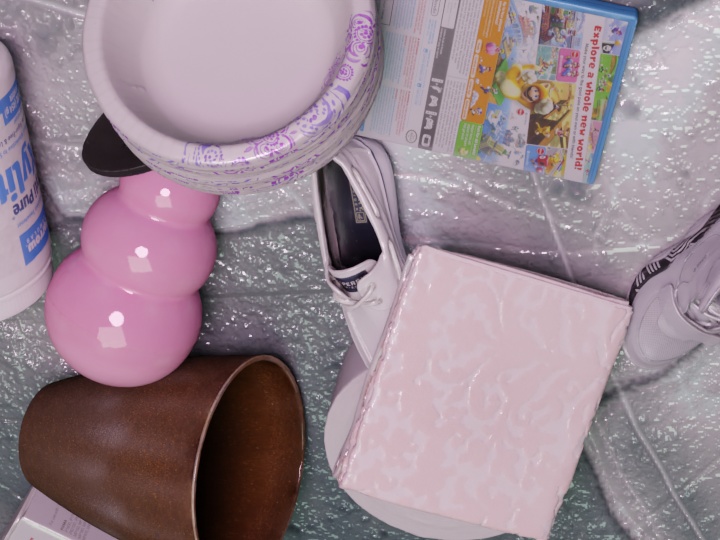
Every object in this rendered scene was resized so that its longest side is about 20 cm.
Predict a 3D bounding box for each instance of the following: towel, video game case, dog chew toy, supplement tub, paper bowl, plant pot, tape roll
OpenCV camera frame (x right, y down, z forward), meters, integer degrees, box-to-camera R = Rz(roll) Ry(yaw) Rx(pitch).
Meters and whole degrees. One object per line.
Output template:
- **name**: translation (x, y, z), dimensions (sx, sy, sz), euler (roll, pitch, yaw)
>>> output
- **towel**: translation (0.093, 0.093, 1.300), dimensions (0.191, 0.032, 0.201), euler (17, 98, -21)
- **video game case**: translation (0.087, -0.145, 1.245), dimensions (0.199, 0.018, 0.143), euler (12, 126, 3)
- **dog chew toy**: translation (-0.168, -0.011, 1.331), dimensions (0.124, 0.125, 0.200), euler (21, 111, -4)
- **supplement tub**: translation (-0.313, -0.071, 1.308), dimensions (0.132, 0.132, 0.200), euler (1, 126, 10)
- **paper bowl**: translation (-0.083, -0.149, 1.182), dimensions (0.200, 0.201, 0.104), euler (4, 165, 9)
- **plant pot**: translation (-0.176, 0.151, 1.427), dimensions (0.199, 0.187, 0.187), euler (6, 127, 25)
- **tape roll**: translation (0.073, 0.126, 1.408), dimensions (0.202, 0.071, 0.203), euler (6, 126, 8)

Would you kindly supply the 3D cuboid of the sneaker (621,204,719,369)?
- **sneaker**: translation (0.258, 0.024, 1.270), dimensions (0.075, 0.115, 0.200), euler (31, 125, -11)

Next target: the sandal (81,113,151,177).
- **sandal**: translation (-0.124, -0.131, 1.261), dimensions (0.200, 0.075, 0.045), euler (-22, 147, 17)

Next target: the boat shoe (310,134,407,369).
- **boat shoe**: translation (0.000, 0.000, 1.295), dimensions (0.073, 0.065, 0.201), euler (-13, 98, 31)

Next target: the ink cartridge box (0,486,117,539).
- **ink cartridge box**: translation (-0.236, 0.283, 1.572), dimensions (0.200, 0.086, 0.148), euler (30, 126, -9)
